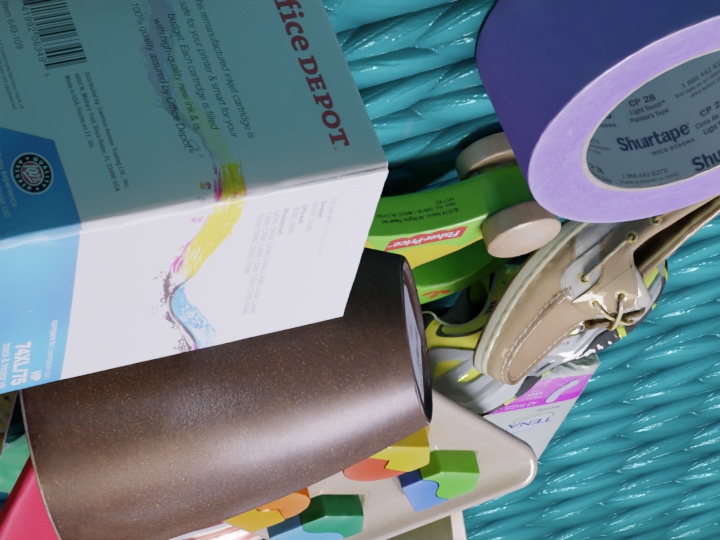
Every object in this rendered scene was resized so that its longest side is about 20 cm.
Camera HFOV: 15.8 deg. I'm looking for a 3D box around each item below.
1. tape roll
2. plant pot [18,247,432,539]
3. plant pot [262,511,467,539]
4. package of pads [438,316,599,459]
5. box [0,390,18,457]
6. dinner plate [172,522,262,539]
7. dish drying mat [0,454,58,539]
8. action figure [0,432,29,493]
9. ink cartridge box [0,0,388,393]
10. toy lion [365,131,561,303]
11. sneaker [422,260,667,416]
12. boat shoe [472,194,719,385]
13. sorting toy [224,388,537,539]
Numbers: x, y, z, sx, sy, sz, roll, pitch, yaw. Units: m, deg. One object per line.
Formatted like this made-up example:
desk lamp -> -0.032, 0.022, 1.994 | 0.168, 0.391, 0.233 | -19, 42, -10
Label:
tape roll -> 0.171, -0.117, 1.445 | 0.200, 0.085, 0.200 | -18, 152, -10
plant pot -> -0.066, 0.052, 1.412 | 0.200, 0.187, 0.187 | -9, 154, 6
plant pot -> -0.021, 0.239, 1.873 | 0.200, 0.188, 0.187 | -9, 153, 4
package of pads -> 0.046, 0.094, 1.751 | 0.200, 0.068, 0.155 | -7, 149, -24
box -> -0.211, 0.084, 1.409 | 0.041, 0.200, 0.039 | 17, 145, -8
dinner plate -> -0.090, 0.124, 1.636 | 0.200, 0.024, 0.200 | -18, 147, -12
dish drying mat -> -0.197, 0.166, 1.511 | 0.200, 0.018, 0.077 | -63, 155, -9
action figure -> -0.155, 0.071, 1.579 | 0.118, 0.055, 0.200 | -4, 147, -29
ink cartridge box -> -0.110, -0.051, 1.288 | 0.200, 0.147, 0.146 | -12, 151, -18
toy lion -> 0.000, 0.000, 1.566 | 0.200, 0.069, 0.192 | -11, 158, -21
sneaker -> 0.114, 0.021, 1.657 | 0.200, 0.077, 0.075 | -32, -163, -25
boat shoe -> 0.151, -0.002, 1.582 | 0.200, 0.066, 0.074 | -49, 160, 1
sorting toy -> -0.006, 0.130, 1.616 | 0.185, 0.037, 0.200 | -23, 150, 20
